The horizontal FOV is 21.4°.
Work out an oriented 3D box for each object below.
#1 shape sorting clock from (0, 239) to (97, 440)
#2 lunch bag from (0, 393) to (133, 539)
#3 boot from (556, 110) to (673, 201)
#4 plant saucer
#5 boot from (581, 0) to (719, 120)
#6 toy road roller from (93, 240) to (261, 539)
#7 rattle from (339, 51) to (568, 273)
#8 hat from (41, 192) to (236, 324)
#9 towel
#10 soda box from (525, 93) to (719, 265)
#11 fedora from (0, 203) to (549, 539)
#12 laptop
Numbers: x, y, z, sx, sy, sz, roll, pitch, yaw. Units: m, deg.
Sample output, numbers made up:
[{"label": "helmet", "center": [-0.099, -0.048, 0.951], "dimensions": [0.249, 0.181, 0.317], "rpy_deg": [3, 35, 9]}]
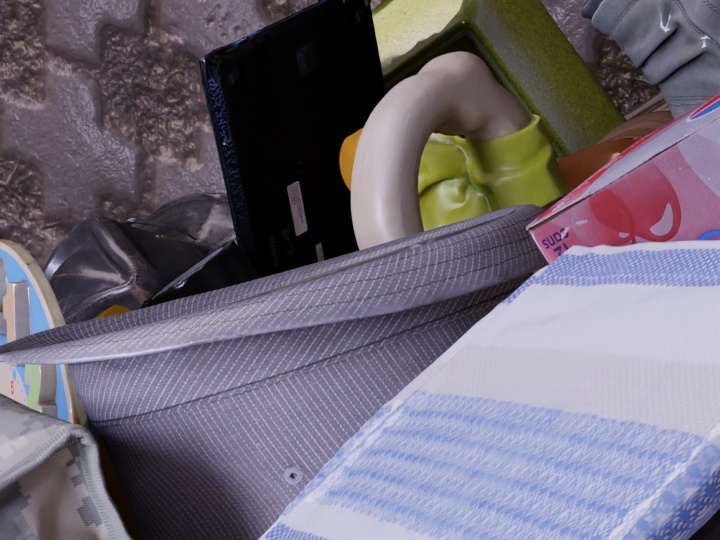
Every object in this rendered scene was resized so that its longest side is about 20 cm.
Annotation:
[{"label": "shape sorting clock", "center": [-0.157, 0.087, 0.826], "dimensions": [0.039, 0.201, 0.200], "rpy_deg": [3, -18, -29]}, {"label": "lunch bag", "center": [-0.176, 0.123, 0.585], "dimensions": [0.200, 0.118, 0.164], "rpy_deg": [-34, 21, -22]}, {"label": "boot", "center": [0.080, -0.010, 1.015], "dimensions": [0.200, 0.074, 0.155], "rpy_deg": [-36, 4, 40]}, {"label": "plant saucer", "center": [0.053, -0.068, 1.167], "dimensions": [0.199, 0.200, 0.048], "rpy_deg": [-33, 14, 20]}, {"label": "boot", "center": [0.182, -0.110, 0.756], "dimensions": [0.200, 0.131, 0.068], "rpy_deg": [-33, 2, 42]}, {"label": "toy road roller", "center": [-0.106, 0.088, 0.893], "dimensions": [0.200, 0.123, 0.146], "rpy_deg": [-33, 6, 26]}, {"label": "rattle", "center": [0.000, 0.000, 0.871], "dimensions": [0.142, 0.130, 0.201], "rpy_deg": [6, 57, 31]}, {"label": "hat", "center": [-0.132, 0.017, 1.072], "dimensions": [0.200, 0.081, 0.201], "rpy_deg": [-25, 44, 27]}, {"label": "towel", "center": [0.010, 0.063, 0.378], "dimensions": [0.200, 0.024, 0.147], "rpy_deg": [-43, 13, -16]}, {"label": "soda box", "center": [0.131, -0.030, 0.425], "dimensions": [0.063, 0.070, 0.200], "rpy_deg": [-36, 2, -39]}, {"label": "fedora", "center": [-0.017, 0.044, 0.635], "dimensions": [0.199, 0.091, 0.177], "rpy_deg": [-16, 2, -5]}, {"label": "laptop", "center": [-0.035, -0.063, 1.033], "dimensions": [0.103, 0.178, 0.200], "rpy_deg": [7, 28, 39]}]
